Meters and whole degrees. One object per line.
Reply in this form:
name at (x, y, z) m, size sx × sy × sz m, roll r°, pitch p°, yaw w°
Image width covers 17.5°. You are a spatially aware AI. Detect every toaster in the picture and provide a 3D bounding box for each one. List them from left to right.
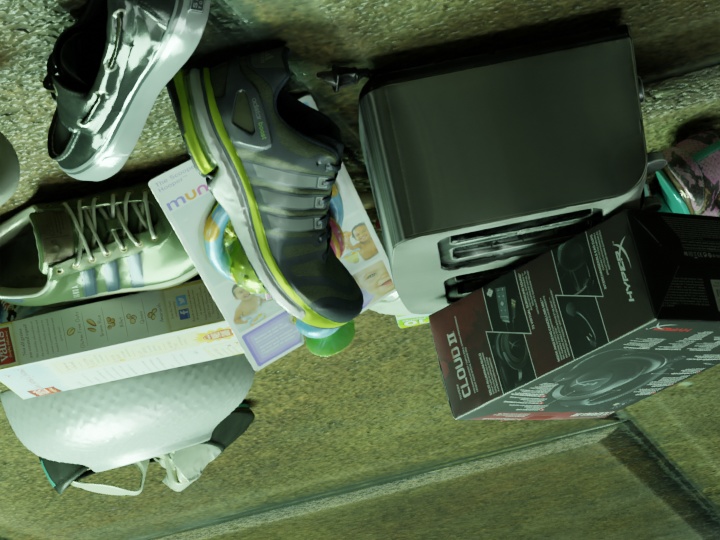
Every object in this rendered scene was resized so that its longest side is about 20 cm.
toaster at (0.087, -0.062, 1.468) m, size 0.200 × 0.119 × 0.181 m, roll -11°, pitch 162°, yaw 1°

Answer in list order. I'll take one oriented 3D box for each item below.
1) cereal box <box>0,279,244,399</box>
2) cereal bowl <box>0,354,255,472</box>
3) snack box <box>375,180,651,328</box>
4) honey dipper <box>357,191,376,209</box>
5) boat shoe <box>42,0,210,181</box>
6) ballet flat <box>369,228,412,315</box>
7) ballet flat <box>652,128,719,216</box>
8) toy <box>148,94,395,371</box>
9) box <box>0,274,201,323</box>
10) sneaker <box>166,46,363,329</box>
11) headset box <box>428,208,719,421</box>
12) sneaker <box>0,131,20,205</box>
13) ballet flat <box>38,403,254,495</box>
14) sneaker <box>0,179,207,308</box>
cereal box at (-0.156, 0.046, 1.645) m, size 0.200 × 0.040 × 0.144 m, roll -11°, pitch 170°, yaw -2°
cereal bowl at (-0.173, 0.104, 1.811) m, size 0.200 × 0.083 × 0.200 m, roll -15°, pitch 179°, yaw 0°
snack box at (0.117, -0.016, 1.741) m, size 0.200 × 0.053 × 0.142 m, roll -12°, pitch 164°, yaw 2°
honey dipper at (-0.021, -0.047, 1.598) m, size 0.200 × 0.038 × 0.038 m, roll -7°, pitch 163°, yaw -27°
boat shoe at (-0.140, -0.113, 1.268) m, size 0.057 × 0.069 × 0.200 m, roll 6°, pitch 152°, yaw -24°
ballet flat at (0.000, 0.000, 1.639) m, size 0.069 × 0.070 × 0.200 m, roll 1°, pitch 176°, yaw -35°
ballet flat at (0.250, -0.053, 1.706) m, size 0.071 × 0.069 × 0.200 m, roll -30°, pitch 163°, yaw -4°
toy at (-0.045, -0.010, 1.501) m, size 0.115 × 0.047 × 0.200 m, roll -29°, pitch 140°, yaw -3°
box at (-0.171, 0.012, 1.675) m, size 0.200 × 0.038 × 0.137 m, roll -24°, pitch 160°, yaw 36°
sneaker at (-0.039, -0.047, 1.396) m, size 0.081 × 0.074 × 0.200 m, roll -24°, pitch 125°, yaw 10°
headset box at (0.154, 0.036, 1.489) m, size 0.149 × 0.077 × 0.200 m, roll 3°, pitch 157°, yaw -42°
sneaker at (-0.292, -0.040, 1.367) m, size 0.200 × 0.077 × 0.111 m, roll -7°, pitch 157°, yaw 0°
ballet flat at (-0.190, 0.168, 2.112) m, size 0.200 × 0.068 × 0.068 m, roll -7°, pitch 162°, yaw -12°
sneaker at (-0.175, -0.017, 1.528) m, size 0.200 × 0.067 × 0.090 m, roll -18°, pitch 167°, yaw 31°
